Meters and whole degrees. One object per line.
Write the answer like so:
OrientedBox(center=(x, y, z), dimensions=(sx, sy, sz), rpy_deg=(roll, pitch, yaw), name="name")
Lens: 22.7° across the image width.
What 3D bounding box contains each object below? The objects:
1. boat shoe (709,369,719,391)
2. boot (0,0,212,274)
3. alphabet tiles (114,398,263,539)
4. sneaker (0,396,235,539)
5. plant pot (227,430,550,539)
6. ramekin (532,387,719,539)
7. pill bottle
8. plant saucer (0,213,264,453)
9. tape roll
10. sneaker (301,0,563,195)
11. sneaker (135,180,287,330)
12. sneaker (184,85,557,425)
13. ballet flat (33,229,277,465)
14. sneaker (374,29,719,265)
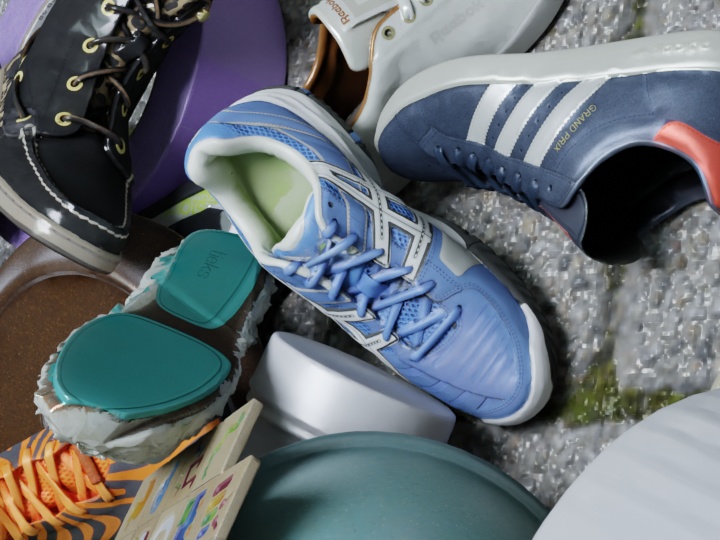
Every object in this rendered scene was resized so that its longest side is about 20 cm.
OrientedBox(center=(0.143, 0.072, 0.667), dimensions=(0.062, 0.071, 0.201), rpy_deg=(29, 92, 34), name="boat shoe")
OrientedBox(center=(-0.119, -0.100, 0.878), dimensions=(0.151, 0.073, 0.200), rpy_deg=(-52, 26, 14), name="boot")
OrientedBox(center=(-0.094, 0.137, 0.685), dimensions=(0.200, 0.006, 0.167), rpy_deg=(-38, 25, 58), name="alphabet tiles")
OrientedBox(center=(-0.151, 0.111, 0.842), dimensions=(0.199, 0.112, 0.078), rpy_deg=(-33, 80, 29), name="sneaker")
OrientedBox(center=(0.000, 0.168, 0.661), dimensions=(0.198, 0.134, 0.203), rpy_deg=(0, 93, 4), name="plant pot")
OrientedBox(center=(0.134, 0.134, 0.574), dimensions=(0.097, 0.199, 0.202), rpy_deg=(26, 94, 53), name="ramekin")
OrientedBox(center=(-0.037, 0.137, 0.789), dimensions=(0.119, 0.119, 0.202), rpy_deg=(28, 95, 45), name="pill bottle")
OrientedBox(center=(-0.133, 0.071, 0.910), dimensions=(0.198, 0.032, 0.203), rpy_deg=(5, 99, 31), name="plant saucer")
OrientedBox(center=(-0.133, -0.099, 1.004), dimensions=(0.199, 0.065, 0.202), rpy_deg=(-18, 63, 39), name="tape roll")
OrientedBox(center=(0.032, -0.124, 0.840), dimensions=(0.201, 0.084, 0.073), rpy_deg=(-56, 44, 13), name="sneaker")
OrientedBox(center=(-0.097, 0.016, 0.924), dimensions=(0.199, 0.071, 0.083), rpy_deg=(-35, 55, 31), name="sneaker")
OrientedBox(center=(0.000, 0.000, 0.793), dimensions=(0.200, 0.077, 0.076), rpy_deg=(40, 115, 14), name="sneaker")
OrientedBox(center=(-0.081, 0.044, 0.757), dimensions=(0.071, 0.200, 0.073), rpy_deg=(5, 111, 14), name="ballet flat")
OrientedBox(center=(0.082, -0.044, 0.767), dimensions=(0.199, 0.075, 0.085), rpy_deg=(-7, 66, 42), name="sneaker")
